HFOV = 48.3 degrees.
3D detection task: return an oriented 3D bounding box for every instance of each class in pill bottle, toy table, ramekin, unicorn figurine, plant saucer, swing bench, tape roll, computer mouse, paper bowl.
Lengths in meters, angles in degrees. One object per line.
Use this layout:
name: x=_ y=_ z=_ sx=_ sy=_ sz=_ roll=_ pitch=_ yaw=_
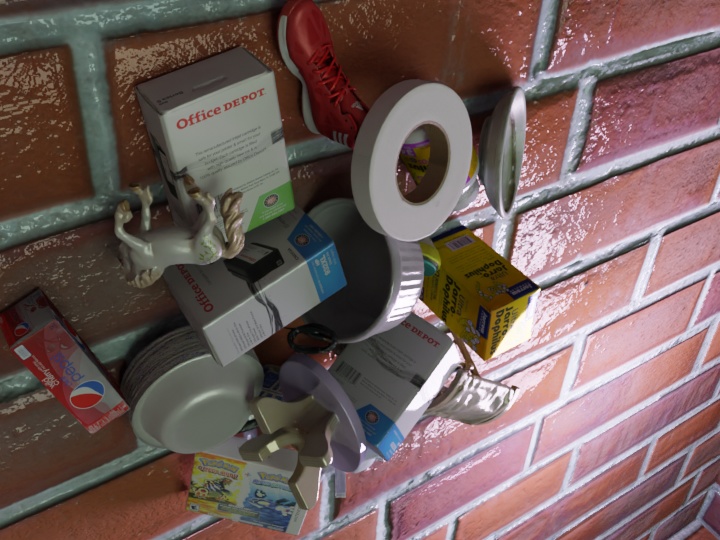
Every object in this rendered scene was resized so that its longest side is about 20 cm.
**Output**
pill bottle: x=0.113 y=-0.174 z=1.177 sx=0.104 sy=0.104 sz=0.200 roll=-43 pitch=139 yaw=-4
toy table: x=-0.080 y=0.237 z=1.158 sx=0.117 sy=0.182 sz=0.202 roll=-41 pitch=103 yaw=-42
ramekin: x=0.000 y=0.000 z=1.153 sx=0.104 sy=0.200 sz=0.203 roll=0 pitch=123 yaw=-50
unicorn figurine: x=-0.227 y=-0.037 z=0.927 sx=0.074 sy=0.196 sz=0.139 roll=-69 pitch=158 yaw=-49
plant saucer: x=0.218 y=-0.185 z=1.260 sx=0.200 sy=0.049 sz=0.205 roll=8 pitch=90 yaw=-71
swing bench: x=0.141 y=0.187 z=1.415 sx=0.197 sy=0.200 sz=0.131 roll=23 pitch=106 yaw=-48
tape roll: x=0.069 y=-0.139 z=1.031 sx=0.201 sy=0.037 sz=0.207 roll=-22 pitch=122 yaw=-40
computer mouse: x=-0.125 y=0.071 z=1.126 sx=0.034 sy=0.197 sz=0.059 roll=87 pitch=26 yaw=-73
paper bowl: x=-0.230 y=0.178 z=1.139 sx=0.198 sy=0.105 sz=0.203 roll=-21 pitch=140 yaw=-18

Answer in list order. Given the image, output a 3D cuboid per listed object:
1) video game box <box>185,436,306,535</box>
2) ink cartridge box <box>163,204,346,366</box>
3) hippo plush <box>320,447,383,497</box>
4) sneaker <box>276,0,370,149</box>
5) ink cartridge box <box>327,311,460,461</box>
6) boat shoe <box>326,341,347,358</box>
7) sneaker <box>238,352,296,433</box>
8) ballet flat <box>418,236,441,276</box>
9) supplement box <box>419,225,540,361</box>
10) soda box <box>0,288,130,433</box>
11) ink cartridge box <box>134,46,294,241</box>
video game box: x=-0.172 y=0.341 z=1.279 sx=0.196 sy=0.047 sz=0.184 roll=14 pitch=131 yaw=-5
ink cartridge box: x=-0.142 y=0.006 z=1.056 sx=0.198 sy=0.145 sz=0.085 roll=-33 pitch=139 yaw=-15
hippo plush: x=0.000 y=0.299 z=1.404 sx=0.161 sy=0.156 sz=0.204 roll=43 pitch=48 yaw=-61
sneaker: x=-0.028 y=-0.237 z=0.988 sx=0.078 sy=0.115 sz=0.201 roll=-44 pitch=144 yaw=-18
ink cartridge box: x=0.041 y=0.167 z=1.259 sx=0.201 sy=0.144 sz=0.084 roll=-51 pitch=149 yaw=-13
boat shoe: x=-0.020 y=0.093 z=1.319 sx=0.073 sy=0.062 sz=0.203 roll=-48 pitch=150 yaw=-41
sneaker: x=-0.156 y=0.194 z=1.277 sx=0.197 sy=0.075 sz=0.078 roll=-24 pitch=109 yaw=-22
ballet flat: x=0.083 y=-0.021 z=1.249 sx=0.200 sy=0.066 sz=0.068 roll=128 pitch=-16 yaw=-73
supplement box: x=0.187 y=0.033 z=1.333 sx=0.108 sy=0.200 sz=0.110 roll=-22 pitch=134 yaw=-26
soda box: x=-0.372 y=0.119 z=1.016 sx=0.063 sy=0.070 sz=0.202 roll=-35 pitch=138 yaw=-14
ink cartridge box: x=-0.169 y=-0.144 z=0.970 sx=0.144 sy=0.084 sz=0.203 roll=-27 pitch=137 yaw=-22
